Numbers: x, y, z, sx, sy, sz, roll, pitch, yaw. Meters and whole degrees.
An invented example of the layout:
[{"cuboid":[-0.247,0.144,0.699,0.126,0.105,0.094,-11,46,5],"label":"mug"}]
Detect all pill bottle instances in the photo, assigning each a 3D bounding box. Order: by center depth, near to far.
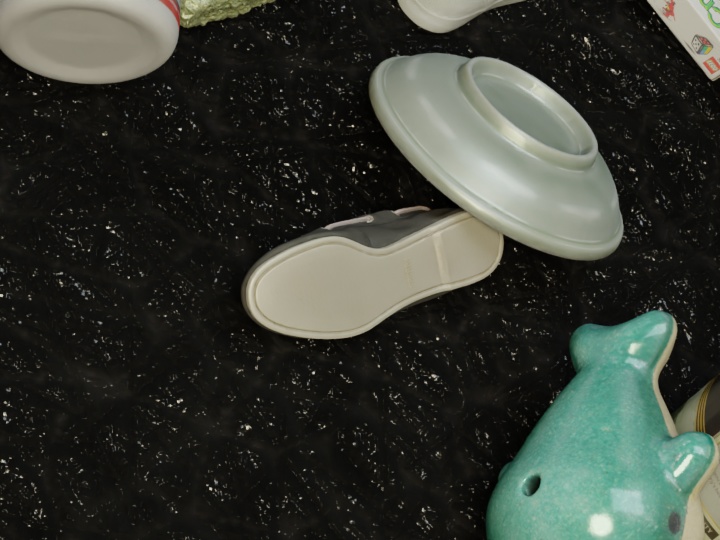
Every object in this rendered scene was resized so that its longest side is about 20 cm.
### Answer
[{"cuboid":[-0.166,-0.227,1.493,0.116,0.116,0.200,13,63,-25],"label":"pill bottle"}]

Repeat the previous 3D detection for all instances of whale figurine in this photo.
[{"cuboid":[0.137,0.112,1.434,0.104,0.159,0.200,31,60,-39],"label":"whale figurine"}]

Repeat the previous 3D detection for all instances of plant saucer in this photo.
[{"cuboid":[0.101,-0.090,1.586,0.200,0.050,0.200,28,27,-16],"label":"plant saucer"}]

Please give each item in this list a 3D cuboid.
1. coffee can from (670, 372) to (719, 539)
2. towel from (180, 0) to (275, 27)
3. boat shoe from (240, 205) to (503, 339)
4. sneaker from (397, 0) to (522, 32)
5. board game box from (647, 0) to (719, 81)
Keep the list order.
[{"cuboid":[0.261,0.123,1.476,0.146,0.200,0.146,18,50,-22],"label":"coffee can"},{"cuboid":[-0.088,-0.243,1.630,0.200,0.036,0.148,-28,77,-43],"label":"towel"},{"cuboid":[0.000,0.000,1.509,0.200,0.057,0.067,-15,103,-35],"label":"boat shoe"},{"cuboid":[0.117,-0.248,1.711,0.074,0.116,0.200,44,43,5],"label":"sneaker"},{"cuboid":[0.241,-0.256,1.829,0.200,0.035,0.126,50,46,-7],"label":"board game box"}]
